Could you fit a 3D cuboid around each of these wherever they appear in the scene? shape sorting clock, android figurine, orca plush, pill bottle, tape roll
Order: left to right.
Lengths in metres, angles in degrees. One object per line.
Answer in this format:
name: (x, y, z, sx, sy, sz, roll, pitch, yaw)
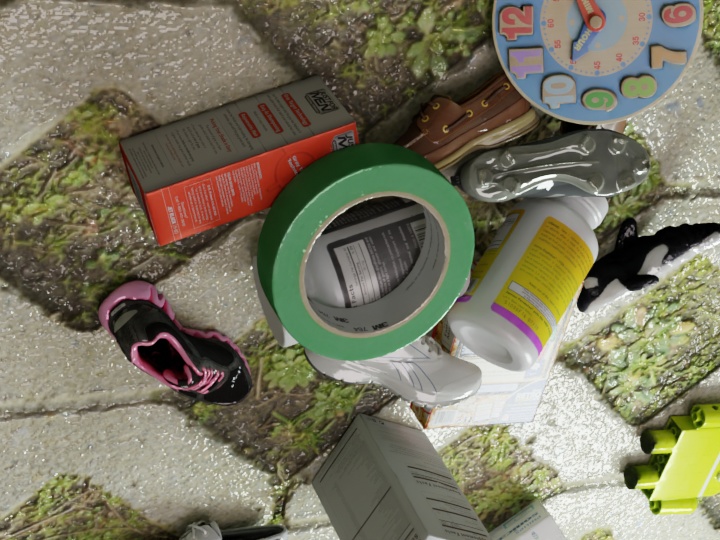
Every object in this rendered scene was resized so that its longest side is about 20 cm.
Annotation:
pill bottle: (0.000, 0.000, 1.312, 0.198, 0.117, 0.117, -18, 130, -13)
tape roll: (0.006, -0.015, 1.205, 0.198, 0.048, 0.203, -11, 122, -18)
pill bottle: (0.180, -0.003, 1.374, 0.201, 0.104, 0.104, -56, 134, -17)
shape sorting clock: (0.222, -0.236, 1.244, 0.197, 0.039, 0.203, 4, 110, 10)
orca plush: (0.322, -0.028, 1.484, 0.199, 0.105, 0.072, -27, 95, 24)
android figurine: (0.452, 0.253, 1.777, 0.198, 0.041, 0.184, 3, 121, -27)

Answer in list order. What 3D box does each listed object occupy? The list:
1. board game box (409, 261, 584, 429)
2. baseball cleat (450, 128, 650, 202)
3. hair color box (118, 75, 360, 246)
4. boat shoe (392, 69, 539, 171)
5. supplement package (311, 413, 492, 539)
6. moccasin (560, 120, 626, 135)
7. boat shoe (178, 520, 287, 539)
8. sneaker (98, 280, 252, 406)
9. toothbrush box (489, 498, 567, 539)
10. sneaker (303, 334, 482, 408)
board game box: (0.153, 0.085, 1.497, 0.150, 0.046, 0.202, 0, 123, -26)
baseball cleat: (0.189, -0.107, 1.339, 0.197, 0.106, 0.071, -2, 95, -14)
hair color box: (-0.107, -0.102, 1.193, 0.198, 0.102, 0.062, -20, 129, -12)
boat shoe: (0.077, -0.137, 1.290, 0.198, 0.072, 0.068, -25, 103, -12)
supplement package: (0.046, 0.275, 1.478, 0.109, 0.201, 0.114, 20, 114, -36)
moccasin: (0.238, -0.210, 1.316, 0.077, 0.074, 0.203, -15, 139, -27)
boat shoe: (-0.171, 0.316, 1.490, 0.198, 0.072, 0.069, 6, 99, -22)
sneaker: (-0.174, 0.094, 1.306, 0.079, 0.096, 0.200, -45, 132, 8)
toothbrush box: (0.229, 0.422, 1.691, 0.146, 0.085, 0.201, -35, 96, 0)
sneaker: (0.043, 0.087, 1.404, 0.198, 0.075, 0.088, 16, 108, -16)
